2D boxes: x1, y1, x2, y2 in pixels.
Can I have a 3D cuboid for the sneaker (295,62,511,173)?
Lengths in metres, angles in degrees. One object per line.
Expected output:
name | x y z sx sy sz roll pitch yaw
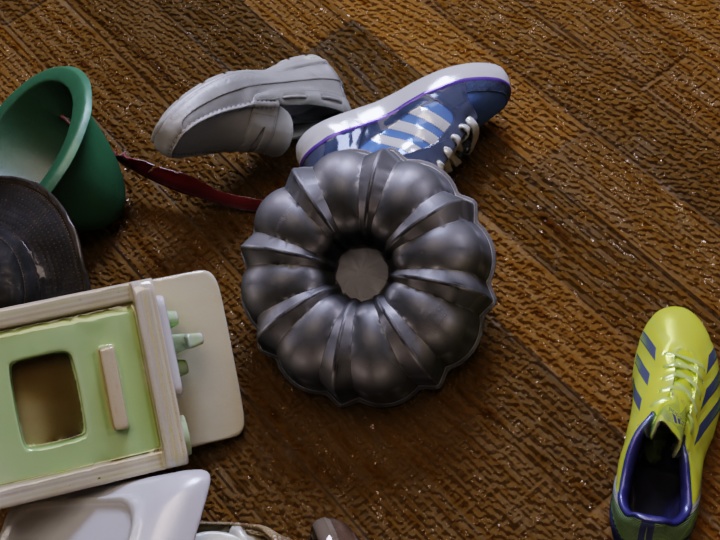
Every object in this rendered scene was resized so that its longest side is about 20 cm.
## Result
sneaker | 0.058 -0.074 1.014 0.199 0.081 0.147 -21 66 -12

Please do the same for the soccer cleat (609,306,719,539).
soccer cleat | 0.214 0.104 0.856 0.064 0.084 0.201 9 58 15

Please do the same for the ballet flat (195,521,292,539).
ballet flat | -0.135 0.196 0.859 0.199 0.065 0.071 -3 58 7

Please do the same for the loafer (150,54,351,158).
loafer | -0.084 -0.128 1.038 0.199 0.070 0.070 -26 72 -40

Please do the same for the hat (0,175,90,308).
hat | -0.306 0.017 0.944 0.199 0.081 0.202 -2 86 25

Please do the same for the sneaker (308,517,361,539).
sneaker | 0.031 0.246 0.811 0.075 0.071 0.201 -15 59 -22

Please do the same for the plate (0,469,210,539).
plate | -0.199 0.223 0.811 0.199 0.032 0.201 -12 52 38

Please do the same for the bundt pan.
bundt pan | 0.000 0.000 0.916 0.201 0.076 0.203 -1 83 8

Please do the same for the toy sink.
toy sink | -0.180 0.078 0.868 0.199 0.112 0.131 -11 90 -14

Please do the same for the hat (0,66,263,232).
hat | -0.221 -0.061 1.077 0.200 0.176 0.166 31 88 51
